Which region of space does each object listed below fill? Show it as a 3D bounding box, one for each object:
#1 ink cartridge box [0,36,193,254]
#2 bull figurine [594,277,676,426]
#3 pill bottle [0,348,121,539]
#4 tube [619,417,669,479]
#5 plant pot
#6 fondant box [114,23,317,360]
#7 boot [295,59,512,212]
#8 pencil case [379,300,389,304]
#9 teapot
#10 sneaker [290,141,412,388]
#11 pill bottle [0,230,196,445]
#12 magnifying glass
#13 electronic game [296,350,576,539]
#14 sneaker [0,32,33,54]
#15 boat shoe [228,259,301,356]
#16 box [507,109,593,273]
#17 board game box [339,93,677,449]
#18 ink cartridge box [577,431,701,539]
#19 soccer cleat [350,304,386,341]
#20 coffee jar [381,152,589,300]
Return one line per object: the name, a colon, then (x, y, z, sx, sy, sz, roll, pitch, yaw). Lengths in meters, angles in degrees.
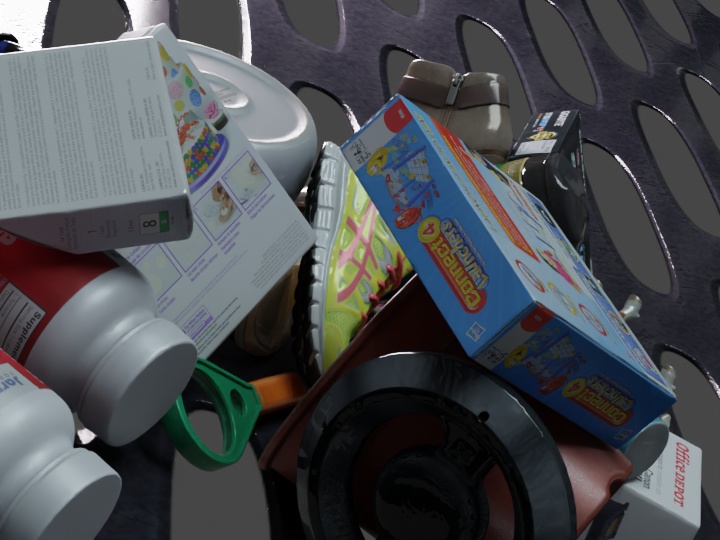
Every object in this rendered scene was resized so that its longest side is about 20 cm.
ink cartridge box: (-0.217, -0.076, 1.531, 0.199, 0.050, 0.161, -9, 46, -7)
bull figurine: (0.186, 0.075, 1.902, 0.065, 0.201, 0.121, -4, 25, 46)
pill bottle: (-0.240, 0.091, 1.369, 0.200, 0.112, 0.112, 37, 22, 16)
tube: (0.143, 0.079, 1.766, 0.200, 0.050, 0.077, 39, 14, 34)
plant pot: (0.067, 0.125, 1.616, 0.195, 0.201, 0.201, 42, 23, 6)
fondant box: (-0.141, -0.050, 1.667, 0.058, 0.144, 0.200, -3, -52, 53)
boot: (0.037, -0.107, 2.024, 0.199, 0.147, 0.070, 8, -8, 25)
pencil case: (0.076, 0.030, 1.961, 0.200, 0.078, 0.089, 31, -2, 0)
teapot: (-0.138, -0.077, 1.826, 0.199, 0.146, 0.198, 11, 27, -27)
sneaker: (0.000, 0.000, 1.760, 0.090, 0.078, 0.201, 11, 68, -9)
pill bottle: (-0.208, 0.021, 1.547, 0.200, 0.112, 0.112, 38, 23, 18)
magnifying glass: (-0.087, 0.094, 1.659, 0.200, 0.022, 0.080, -11, 77, -66)
electronic game: (0.045, 0.149, 1.495, 0.200, 0.200, 0.042, 38, 28, 18)
sneaker: (-0.253, -0.118, 1.808, 0.081, 0.115, 0.199, 41, 24, 22)
boat shoe: (-0.072, 0.009, 1.837, 0.065, 0.072, 0.200, 19, 25, 12)
box: (0.168, -0.024, 2.058, 0.046, 0.201, 0.159, -2, 16, 13)
board game box: (0.098, 0.002, 1.557, 0.196, 0.056, 0.200, 32, 21, -49)
ink cartridge box: (0.156, 0.148, 1.799, 0.200, 0.084, 0.145, 29, 22, -3)
soccer cleat: (0.050, 0.057, 1.790, 0.073, 0.068, 0.200, 10, -4, -35)
coffee jar: (0.079, -0.033, 1.852, 0.199, 0.086, 0.104, -11, 10, 13)
